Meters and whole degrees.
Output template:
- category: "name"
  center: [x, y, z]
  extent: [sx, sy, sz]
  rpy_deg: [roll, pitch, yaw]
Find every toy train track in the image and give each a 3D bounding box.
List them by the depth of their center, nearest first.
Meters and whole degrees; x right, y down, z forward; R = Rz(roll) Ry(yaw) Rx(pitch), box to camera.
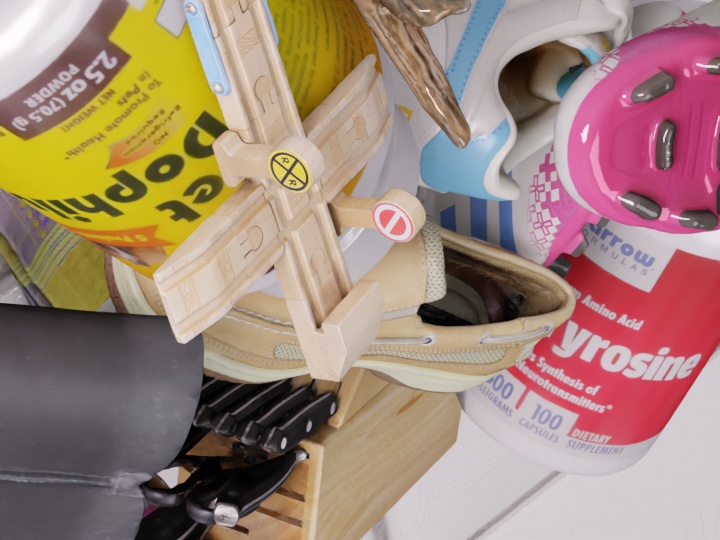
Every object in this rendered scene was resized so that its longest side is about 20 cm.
- category: "toy train track"
  center: [-0.022, -0.056, 0.636]
  extent: [0.115, 0.032, 0.201]
  rpy_deg: [-49, 132, -40]

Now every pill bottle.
- category: "pill bottle"
  center: [-0.062, -0.060, 0.703]
  extent: [0.109, 0.109, 0.200]
  rpy_deg: [-46, 143, 7]
- category: "pill bottle"
  center: [0.121, -0.014, 1.037]
  extent: [0.112, 0.112, 0.201]
  rpy_deg: [-14, 141, -43]

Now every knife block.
- category: "knife block"
  center: [-0.034, 0.090, 0.955]
  extent: [0.176, 0.064, 0.200]
  rpy_deg: [-66, 159, -17]

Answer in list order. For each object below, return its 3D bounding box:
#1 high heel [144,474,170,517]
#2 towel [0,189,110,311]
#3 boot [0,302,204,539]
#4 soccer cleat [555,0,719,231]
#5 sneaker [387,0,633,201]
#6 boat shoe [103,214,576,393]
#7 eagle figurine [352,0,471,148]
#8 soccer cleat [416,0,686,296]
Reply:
- category: "high heel"
  center: [-0.105, 0.063, 0.885]
  extent: [0.096, 0.068, 0.200]
  rpy_deg: [-20, 151, -21]
- category: "towel"
  center: [-0.054, -0.064, 0.833]
  extent: [0.200, 0.023, 0.144]
  rpy_deg: [-37, 152, -11]
- category: "boot"
  center: [-0.136, 0.018, 0.711]
  extent: [0.199, 0.066, 0.165]
  rpy_deg: [14, 135, -27]
- category: "soccer cleat"
  center: [0.133, -0.063, 0.828]
  extent: [0.199, 0.086, 0.070]
  rpy_deg: [-15, 116, -33]
- category: "sneaker"
  center: [0.069, -0.099, 0.856]
  extent: [0.200, 0.081, 0.077]
  rpy_deg: [-50, 152, -29]
- category: "boat shoe"
  center: [0.000, 0.000, 0.858]
  extent: [0.076, 0.072, 0.199]
  rpy_deg: [-22, 161, 41]
- category: "eagle figurine"
  center: [0.053, -0.166, 0.693]
  extent: [0.200, 0.151, 0.152]
  rpy_deg: [-39, 134, -5]
- category: "soccer cleat"
  center: [0.059, -0.040, 0.938]
  extent: [0.070, 0.086, 0.200]
  rpy_deg: [-57, 177, -46]
